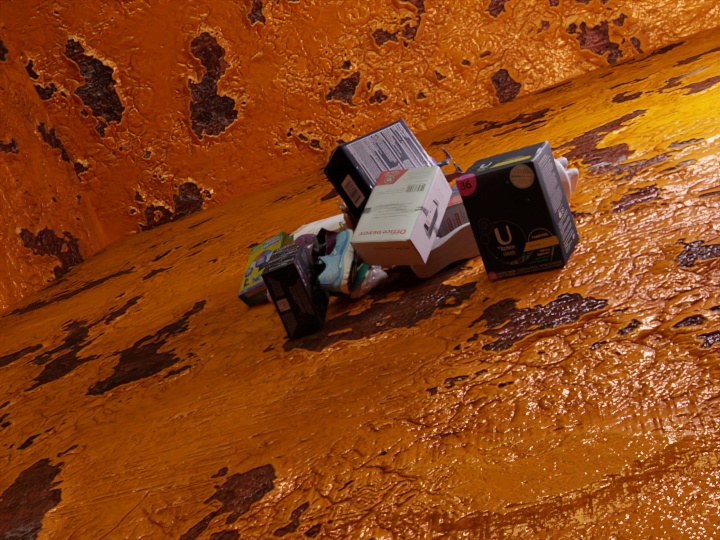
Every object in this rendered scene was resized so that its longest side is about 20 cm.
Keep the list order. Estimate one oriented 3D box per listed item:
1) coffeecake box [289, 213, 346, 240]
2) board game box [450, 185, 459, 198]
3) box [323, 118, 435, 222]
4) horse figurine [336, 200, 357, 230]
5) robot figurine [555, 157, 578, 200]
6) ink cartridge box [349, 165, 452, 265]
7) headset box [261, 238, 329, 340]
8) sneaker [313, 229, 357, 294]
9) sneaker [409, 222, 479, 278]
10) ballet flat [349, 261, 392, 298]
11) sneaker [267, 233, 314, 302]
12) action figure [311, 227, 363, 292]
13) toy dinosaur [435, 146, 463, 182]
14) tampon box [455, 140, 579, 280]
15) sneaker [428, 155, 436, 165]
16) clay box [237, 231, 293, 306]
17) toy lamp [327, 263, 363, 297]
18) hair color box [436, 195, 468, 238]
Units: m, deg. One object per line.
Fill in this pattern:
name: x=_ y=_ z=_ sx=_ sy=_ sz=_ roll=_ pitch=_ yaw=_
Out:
coffeecake box: x=-0.097 y=-0.089 z=2.128 sx=0.199 sy=0.073 sz=0.154 roll=-13 pitch=18 yaw=30
board game box: x=0.228 y=-0.155 z=1.925 sx=0.147 sy=0.065 sz=0.200 roll=-19 pitch=14 yaw=12
box: x=0.058 y=-0.213 z=1.811 sx=0.198 sy=0.200 sz=0.123 roll=-28 pitch=-11 yaw=-31
horse figurine: x=-0.024 y=-0.108 z=1.933 sx=0.050 sy=0.201 sz=0.133 roll=-16 pitch=41 yaw=-11
robot figurine: x=0.369 y=-0.172 z=1.682 sx=0.199 sy=0.113 sz=0.170 roll=-25 pitch=50 yaw=-14
ink cartridge box: x=0.086 y=-0.110 z=1.609 sx=0.146 sy=0.083 sz=0.201 roll=-1 pitch=52 yaw=35
headset box: x=-0.130 y=0.032 z=1.618 sx=0.077 sy=0.149 sz=0.200 roll=-19 pitch=15 yaw=9
sneaker: x=-0.054 y=-0.025 z=1.642 sx=0.089 sy=0.079 sz=0.200 roll=-2 pitch=30 yaw=5
sneaker: x=0.186 y=-0.059 z=1.637 sx=0.199 sy=0.074 sz=0.116 roll=-24 pitch=18 yaw=-4
ballet flat: x=0.038 y=-0.014 z=1.673 sx=0.072 sy=0.072 sz=0.201 roll=-9 pitch=45 yaw=40
sneaker: x=-0.141 y=0.011 z=1.827 sx=0.080 sy=0.089 sz=0.201 roll=2 pitch=49 yaw=37
action figure: x=-0.014 y=-0.042 z=1.801 sx=0.199 sy=0.134 sz=0.149 roll=-3 pitch=38 yaw=-33
toy dinosaur: x=0.164 y=-0.230 z=2.006 sx=0.181 sy=0.105 sz=0.200 roll=-40 pitch=25 yaw=10
tampon box: x=0.286 y=-0.107 z=1.417 sx=0.149 sy=0.201 sz=0.126 roll=-13 pitch=17 yaw=32
sneaker: x=0.138 y=-0.262 z=1.938 sx=0.088 sy=0.200 sz=0.080 roll=-36 pitch=-5 yaw=-35
clay box: x=-0.230 y=-0.014 z=1.936 sx=0.115 sy=0.048 sz=0.201 roll=-26 pitch=37 yaw=28
toy lamp: x=0.000 y=0.000 z=1.728 sx=0.058 sy=0.058 sz=0.200 roll=-7 pitch=18 yaw=43
hair color box: x=0.186 y=-0.096 z=1.709 sx=0.199 sy=0.102 sz=0.061 roll=-17 pitch=16 yaw=15
